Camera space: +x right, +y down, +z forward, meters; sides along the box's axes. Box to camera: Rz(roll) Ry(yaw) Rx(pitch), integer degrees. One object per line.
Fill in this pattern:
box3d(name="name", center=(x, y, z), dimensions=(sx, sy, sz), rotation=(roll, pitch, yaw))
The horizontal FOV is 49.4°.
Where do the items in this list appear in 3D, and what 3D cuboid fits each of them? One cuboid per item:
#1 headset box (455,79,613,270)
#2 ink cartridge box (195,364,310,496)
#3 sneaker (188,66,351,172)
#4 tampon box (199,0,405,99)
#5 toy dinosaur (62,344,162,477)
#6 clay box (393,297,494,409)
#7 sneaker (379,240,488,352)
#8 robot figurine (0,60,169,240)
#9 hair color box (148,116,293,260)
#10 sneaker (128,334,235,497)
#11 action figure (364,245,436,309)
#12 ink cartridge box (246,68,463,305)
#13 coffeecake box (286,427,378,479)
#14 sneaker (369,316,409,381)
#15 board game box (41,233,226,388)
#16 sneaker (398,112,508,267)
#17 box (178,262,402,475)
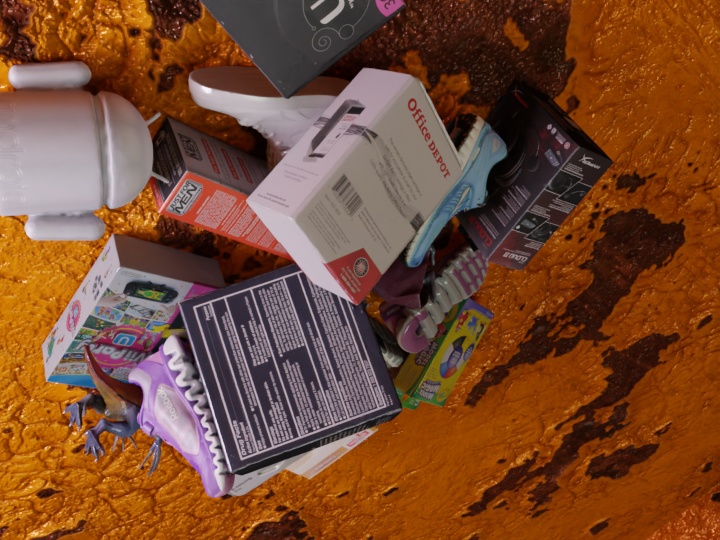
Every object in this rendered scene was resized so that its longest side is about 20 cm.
box3d(name="headset box", center=(0.195, -0.112, 0.994), dimensions=(0.077, 0.149, 0.200), rotation=(13, 125, -38))
box3d(name="ink cartridge box", center=(-0.155, 0.175, 1.051), dimensions=(0.145, 0.200, 0.088), rotation=(-34, 141, 8))
box3d(name="sneaker", center=(-0.095, -0.152, 0.845), dimensions=(0.199, 0.074, 0.116), rotation=(0, 129, -31))
box3d(name="tampon box", center=(-0.080, -0.272, 0.630), dimensions=(0.126, 0.200, 0.150), rotation=(-36, 140, 9))
box3d(name="toy dinosaur", center=(-0.270, 0.186, 0.997), dimensions=(0.181, 0.105, 0.201), rotation=(-10, 129, -50))
box3d(name="clay box", center=(0.125, 0.133, 1.217), dimensions=(0.115, 0.047, 0.201), rotation=(27, 91, -56))
box3d(name="sneaker", center=(0.102, 0.021, 1.129), dimensions=(0.200, 0.088, 0.081), rotation=(-45, 133, -15))
box3d(name="robot figurine", center=(-0.286, -0.112, 0.744), dimensions=(0.199, 0.113, 0.171), rotation=(-7, 101, -23))
box3d(name="hair color box", center=(-0.134, -0.085, 0.871), dimensions=(0.199, 0.102, 0.061), rotation=(21, 119, -41))
box3d(name="sneaker", center=(-0.217, 0.182, 0.938), dimensions=(0.088, 0.201, 0.081), rotation=(-25, 165, -8))
box3d(name="action figure", center=(0.000, 0.000, 1.035), dimensions=(0.199, 0.134, 0.150), rotation=(0, 102, 4))
box3d(name="ink cartridge box", center=(0.001, -0.090, 0.826), dimensions=(0.200, 0.083, 0.147), rotation=(-51, 134, -16))
box3d(name="coffeecake box", center=(-0.090, 0.242, 1.257), dimensions=(0.153, 0.073, 0.200), rotation=(-38, 139, 10))
box3d(name="sneaker", center=(0.015, 0.148, 1.221), dimensions=(0.115, 0.075, 0.200), rotation=(-38, 140, 15))
box3d(name="board game box", center=(-0.280, 0.061, 0.969), dimensions=(0.147, 0.064, 0.200), rotation=(16, 124, -40))
box3d(name="sneaker", center=(0.113, -0.084, 0.949), dimensions=(0.090, 0.078, 0.201), rotation=(26, 106, -24))
box3d(name="box", center=(-0.082, 0.107, 0.908), dimensions=(0.197, 0.201, 0.123), rotation=(-18, 166, -9))
